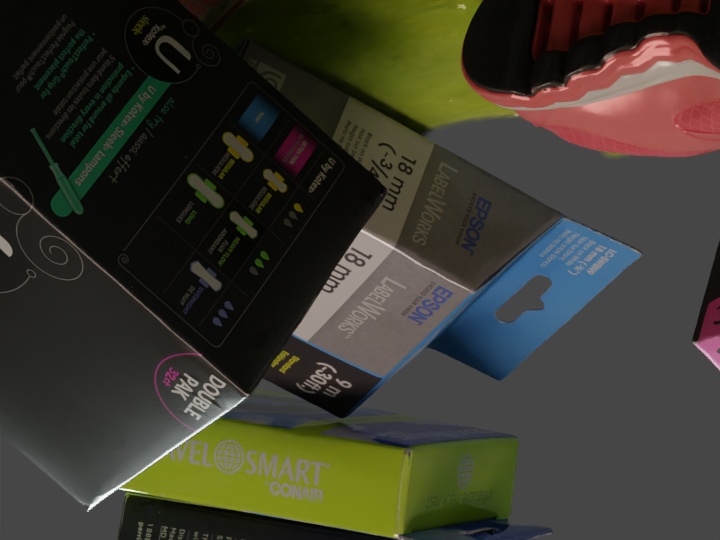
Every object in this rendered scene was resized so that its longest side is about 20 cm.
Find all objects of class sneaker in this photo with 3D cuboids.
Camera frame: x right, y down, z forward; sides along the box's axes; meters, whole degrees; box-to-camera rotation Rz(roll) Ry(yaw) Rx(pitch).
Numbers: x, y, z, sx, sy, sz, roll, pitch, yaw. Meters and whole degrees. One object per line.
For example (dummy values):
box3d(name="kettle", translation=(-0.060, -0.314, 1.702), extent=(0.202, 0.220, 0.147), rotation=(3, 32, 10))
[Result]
box3d(name="sneaker", translation=(0.141, -0.083, 1.098), extent=(0.200, 0.074, 0.087), rotation=(-1, 155, 33))

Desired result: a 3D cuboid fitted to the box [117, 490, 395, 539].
box3d(name="box", translation=(-0.005, 0.188, 1.423), extent=(0.196, 0.124, 0.200), rotation=(6, 171, 16))

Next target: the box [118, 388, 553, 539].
box3d(name="box", translation=(-0.021, 0.089, 1.348), extent=(0.199, 0.048, 0.122), rotation=(8, -176, 27))

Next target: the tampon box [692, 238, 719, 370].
box3d(name="tampon box", translation=(0.254, 0.022, 1.118), extent=(0.150, 0.127, 0.200), rotation=(-19, 130, 42))

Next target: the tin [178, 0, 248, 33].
box3d(name="tin", translation=(-0.091, -0.140, 1.145), extent=(0.112, 0.042, 0.200), rotation=(35, 144, -15))

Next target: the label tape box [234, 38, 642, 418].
box3d(name="label tape box", translation=(0.000, 0.000, 1.271), extent=(0.200, 0.063, 0.144), rotation=(28, 146, -11))

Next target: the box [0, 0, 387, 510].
box3d(name="box", translation=(-0.121, -0.031, 1.141), extent=(0.200, 0.124, 0.148), rotation=(41, 143, -11))
